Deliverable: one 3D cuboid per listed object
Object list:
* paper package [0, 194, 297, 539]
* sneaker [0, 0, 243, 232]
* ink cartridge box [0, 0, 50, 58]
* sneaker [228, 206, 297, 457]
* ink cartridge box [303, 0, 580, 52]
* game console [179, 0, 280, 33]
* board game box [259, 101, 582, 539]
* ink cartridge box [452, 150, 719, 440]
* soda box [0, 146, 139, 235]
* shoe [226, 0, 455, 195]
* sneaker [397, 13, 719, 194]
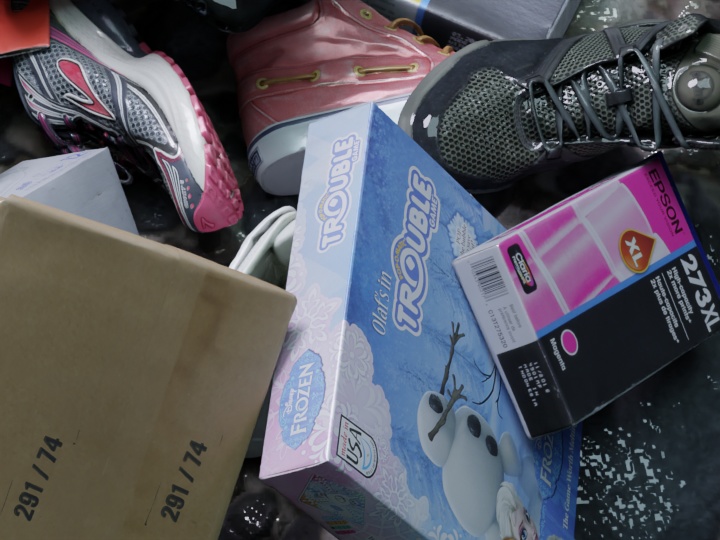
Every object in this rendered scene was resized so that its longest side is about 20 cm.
[{"bbox_3d":[-0.148,0.074,1.226,0.103,0.190,0.200,13,85,46],"label":"paper package"},{"bbox_3d":[-0.129,-0.079,1.464,0.075,0.081,0.200,-35,51,-12],"label":"sneaker"},{"bbox_3d":[-0.265,-0.151,1.474,0.199,0.050,0.109,-10,53,6],"label":"ink cartridge box"},{"bbox_3d":[0.000,0.000,1.405,0.074,0.116,0.200,36,58,18],"label":"sneaker"},{"bbox_3d":[0.046,-0.216,1.598,0.197,0.047,0.200,22,59,8],"label":"ink cartridge box"},{"bbox_3d":[-0.099,-0.206,1.461,0.200,0.116,0.176,37,59,6],"label":"game console"},{"bbox_3d":[0.037,0.056,1.336,0.043,0.199,0.200,-18,49,32],"label":"board game box"},{"bbox_3d":[0.128,0.005,1.399,0.200,0.037,0.095,-28,95,-51],"label":"ink cartridge box"},{"bbox_3d":[-0.192,0.008,1.353,0.063,0.068,0.200,-7,19,39],"label":"soda box"},{"bbox_3d":[0.030,-0.105,1.502,0.200,0.072,0.091,-11,66,-9],"label":"shoe"},{"bbox_3d":[0.118,-0.087,1.411,0.199,0.114,0.076,-13,95,-29],"label":"sneaker"}]
